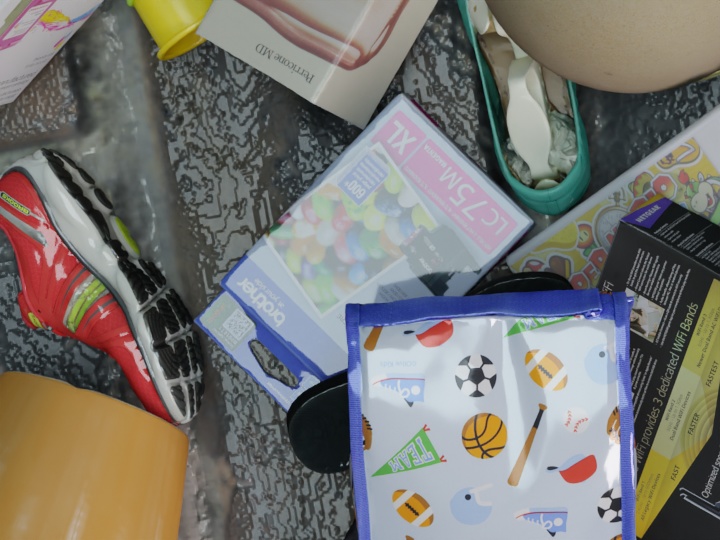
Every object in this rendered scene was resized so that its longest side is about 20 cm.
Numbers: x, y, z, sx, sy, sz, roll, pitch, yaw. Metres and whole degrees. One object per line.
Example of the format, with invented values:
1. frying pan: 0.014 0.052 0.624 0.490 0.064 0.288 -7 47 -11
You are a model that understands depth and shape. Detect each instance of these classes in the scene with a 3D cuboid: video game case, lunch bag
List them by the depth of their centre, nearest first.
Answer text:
1. lunch bag: 0.078 0.101 1.632 0.170 0.124 0.200 -4 120 3
2. video game case: 0.205 0.020 1.703 0.200 0.023 0.182 -37 87 42

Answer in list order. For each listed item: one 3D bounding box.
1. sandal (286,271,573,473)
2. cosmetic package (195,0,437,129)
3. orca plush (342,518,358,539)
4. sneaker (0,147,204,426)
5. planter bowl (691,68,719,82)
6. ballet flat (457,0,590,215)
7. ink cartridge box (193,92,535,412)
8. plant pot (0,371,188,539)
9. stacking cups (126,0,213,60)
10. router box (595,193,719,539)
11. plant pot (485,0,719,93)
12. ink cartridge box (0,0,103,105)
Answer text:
1. sandal: 0.051 0.072 1.731 0.200 0.048 0.075 -30 117 4
2. cosmetic package: -0.001 -0.202 1.726 0.103 0.087 0.200 30 94 23
3. orca plush: 0.042 0.158 1.761 0.105 0.071 0.200 24 111 -10
4. sneaker: -0.171 0.020 1.777 0.085 0.077 0.200 -36 80 16
5. planter bowl: 0.188 -0.212 1.722 0.200 0.083 0.201 0 91 6
6. ballet flat: 0.102 -0.133 1.739 0.067 0.070 0.200 -14 90 6
7. ink cartridge box: 0.000 0.000 1.769 0.119 0.042 0.200 44 97 3
8. plant pot: -0.194 0.168 1.727 0.200 0.200 0.183 17 78 5
9. stacking cups: -0.156 -0.229 1.769 0.060 0.061 0.200 -35 86 5
10. router box: 0.204 0.078 1.680 0.157 0.052 0.200 30 125 21
11. plant pot: 0.157 -0.205 1.616 0.200 0.134 0.201 0 91 6
12. ink cartridge box: -0.215 -0.184 1.697 0.085 0.145 0.200 49 118 8
